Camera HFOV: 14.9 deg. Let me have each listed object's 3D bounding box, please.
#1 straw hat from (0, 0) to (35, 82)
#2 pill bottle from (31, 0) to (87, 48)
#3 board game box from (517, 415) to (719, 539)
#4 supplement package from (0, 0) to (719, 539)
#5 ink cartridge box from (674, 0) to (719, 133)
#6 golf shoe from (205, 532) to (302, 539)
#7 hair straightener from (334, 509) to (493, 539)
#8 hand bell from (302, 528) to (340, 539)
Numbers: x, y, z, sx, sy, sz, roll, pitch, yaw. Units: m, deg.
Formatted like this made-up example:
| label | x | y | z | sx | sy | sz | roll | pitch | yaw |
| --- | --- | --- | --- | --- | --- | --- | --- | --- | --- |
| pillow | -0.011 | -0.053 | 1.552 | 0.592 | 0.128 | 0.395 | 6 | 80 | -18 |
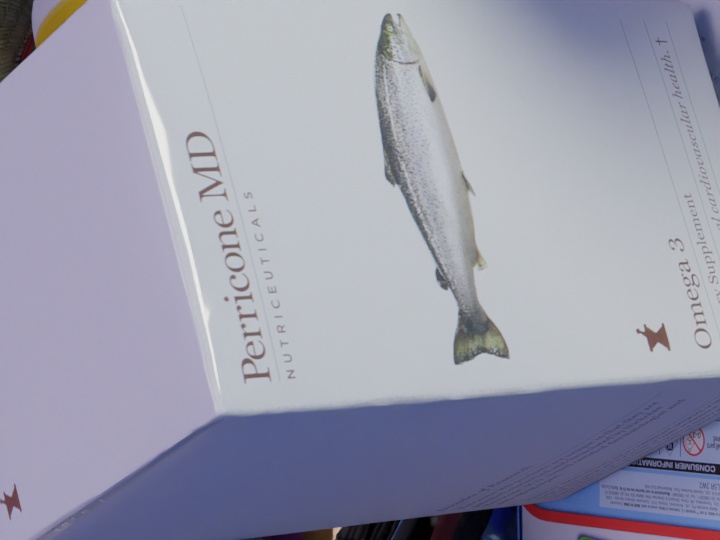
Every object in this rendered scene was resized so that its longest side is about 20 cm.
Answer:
| label | x | y | z | sx | sy | sz | roll | pitch | yaw |
| --- | --- | --- | --- | --- | --- | --- | --- | --- | --- |
| straw hat | -0.098 | -0.042 | 1.000 | 0.085 | 0.201 | 0.201 | 7 | 99 | 6 |
| pill bottle | -0.044 | -0.054 | 0.894 | 0.112 | 0.112 | 0.200 | -33 | 66 | 45 |
| board game box | 0.108 | 0.132 | 0.805 | 0.151 | 0.037 | 0.200 | 1 | 92 | 50 |
| supplement package | 0.000 | 0.000 | 0.744 | 0.117 | 0.200 | 0.117 | -33 | 67 | 48 |
| ink cartridge box | 0.150 | -0.085 | 0.746 | 0.196 | 0.043 | 0.200 | 44 | 122 | 42 |
| golf shoe | -0.050 | 0.108 | 0.791 | 0.092 | 0.075 | 0.200 | -45 | 67 | 29 |
| hair straightener | -0.006 | 0.108 | 0.875 | 0.077 | 0.041 | 0.200 | -1 | 59 | 39 |
| hand bell | -0.085 | 0.086 | 1.011 | 0.200 | 0.104 | 0.104 | -5 | 87 | 61 |
